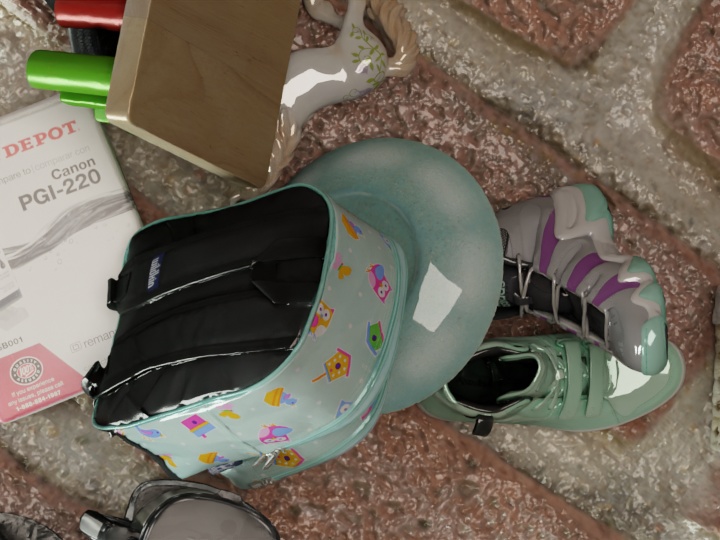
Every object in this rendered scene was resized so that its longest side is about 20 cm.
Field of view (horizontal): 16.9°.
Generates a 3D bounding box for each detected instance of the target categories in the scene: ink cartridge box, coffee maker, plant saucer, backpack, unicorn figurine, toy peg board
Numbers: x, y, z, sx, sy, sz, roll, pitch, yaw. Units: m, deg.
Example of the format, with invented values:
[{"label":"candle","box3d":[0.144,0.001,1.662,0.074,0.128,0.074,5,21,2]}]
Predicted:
[{"label":"ink cartridge box","box3d":[-0.221,-0.011,1.682,0.146,0.085,0.200,-22,89,-7]},{"label":"coffee maker","box3d":[-0.115,0.240,1.628,0.135,0.200,0.192,-6,89,-6]},{"label":"plant saucer","box3d":[0.000,0.000,1.679,0.201,0.039,0.201,-6,76,24]},{"label":"backpack","box3d":[-0.060,0.042,1.565,0.153,0.200,0.176,34,51,-30]},{"label":"unicorn figurine","box3d":[-0.050,-0.133,1.707,0.200,0.074,0.137,-28,74,9]},{"label":"toy peg board","box3d":[-0.129,-0.175,1.601,0.098,0.200,0.199,7,83,24]}]

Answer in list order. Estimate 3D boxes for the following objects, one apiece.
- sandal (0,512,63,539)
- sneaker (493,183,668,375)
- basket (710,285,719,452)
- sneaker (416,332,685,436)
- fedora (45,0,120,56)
[{"label":"sandal","box3d":[-0.298,0.195,1.684,0.200,0.048,0.075,15,87,-6]},{"label":"sneaker","box3d":[0.125,0.018,1.677,0.140,0.200,0.078,-11,122,-10]},{"label":"basket","box3d":[0.355,0.085,1.725,0.200,0.136,0.123,8,91,-7]},{"label":"sneaker","box3d":[0.143,0.080,1.705,0.200,0.118,0.074,-5,88,-8]},{"label":"fedora","box3d":[-0.170,-0.226,1.668,0.092,0.201,0.201,24,85,25]}]
